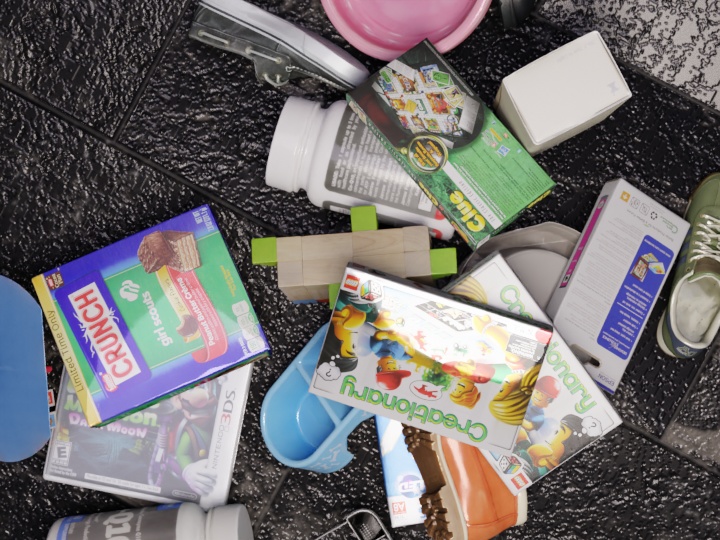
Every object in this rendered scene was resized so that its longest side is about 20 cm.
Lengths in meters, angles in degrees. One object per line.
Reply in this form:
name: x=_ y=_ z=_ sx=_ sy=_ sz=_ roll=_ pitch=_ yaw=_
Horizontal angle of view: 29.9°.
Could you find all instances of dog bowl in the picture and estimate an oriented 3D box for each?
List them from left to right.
dog bowl: x=-0.030 y=0.125 z=1.373 sx=0.200 sy=0.050 sz=0.112 roll=-50 pitch=61 yaw=27
dog bowl: x=0.172 y=0.051 z=1.374 sx=0.200 sy=0.059 sz=0.200 roll=2 pitch=85 yaw=-19

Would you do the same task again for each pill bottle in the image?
pill bottle: x=-0.215 y=0.301 z=1.395 sx=0.200 sy=0.114 sz=0.114 roll=-8 pitch=91 yaw=4
pill bottle: x=0.012 y=-0.109 z=1.381 sx=0.200 sy=0.114 sz=0.114 roll=15 pitch=92 yaw=2

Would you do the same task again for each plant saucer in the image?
plant saucer: x=0.051 y=-0.315 z=1.380 sx=0.200 sy=0.051 sz=0.201 roll=5 pitch=101 yaw=25

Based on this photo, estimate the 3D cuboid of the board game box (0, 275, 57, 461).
board game box: x=-0.374 y=0.100 z=1.426 sx=0.158 sy=0.039 sz=0.200 roll=1 pitch=97 yaw=34

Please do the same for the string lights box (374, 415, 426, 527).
string lights box: x=0.067 y=0.158 z=1.409 sx=0.103 sy=0.059 sz=0.200 roll=-9 pitch=90 yaw=0

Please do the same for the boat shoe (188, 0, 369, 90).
boat shoe: x=-0.087 y=-0.228 z=1.413 sx=0.200 sy=0.072 sz=0.071 roll=28 pitch=101 yaw=12

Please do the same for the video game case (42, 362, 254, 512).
video game case: x=-0.226 y=0.153 z=1.441 sx=0.200 sy=0.023 sz=0.182 roll=11 pitch=91 yaw=2

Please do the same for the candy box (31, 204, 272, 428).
candy box: x=-0.214 y=0.048 z=1.393 sx=0.200 sy=0.077 sz=0.169 roll=-24 pitch=82 yaw=-3

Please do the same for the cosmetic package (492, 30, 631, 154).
cosmetic package: x=0.194 y=-0.167 z=1.328 sx=0.103 sy=0.200 sz=0.073 roll=-27 pitch=88 yaw=2

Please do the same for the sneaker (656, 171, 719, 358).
sneaker: x=0.358 y=-0.004 z=1.378 sx=0.067 sy=0.090 sz=0.200 roll=16 pitch=92 yaw=2

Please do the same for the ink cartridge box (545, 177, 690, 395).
ink cartridge box: x=0.252 y=0.016 z=1.355 sx=0.095 sy=0.037 sz=0.200 roll=31 pitch=74 yaw=-16

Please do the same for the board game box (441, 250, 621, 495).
board game box: x=0.140 y=0.098 z=1.287 sx=0.126 sy=0.035 sz=0.200 roll=-37 pitch=94 yaw=9

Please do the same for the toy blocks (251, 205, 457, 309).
toy blocks: x=0.000 y=0.000 z=1.376 sx=0.200 sy=0.137 sz=0.100 roll=-4 pitch=78 yaw=5

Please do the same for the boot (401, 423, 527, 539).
boot: x=0.105 y=0.174 z=1.353 sx=0.107 sy=0.075 sz=0.200 roll=-11 pitch=85 yaw=-20

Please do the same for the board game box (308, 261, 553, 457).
board game box: x=0.064 y=0.082 z=1.248 sx=0.200 sy=0.035 sz=0.126 roll=17 pitch=101 yaw=3

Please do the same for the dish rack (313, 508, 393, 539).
dish rack: x=-0.035 y=0.356 z=1.420 sx=0.200 sy=0.055 sz=0.153 roll=-31 pitch=89 yaw=3

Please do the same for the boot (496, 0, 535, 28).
boot: x=0.216 y=-0.355 z=1.385 sx=0.168 sy=0.076 sz=0.200 roll=-3 pitch=85 yaw=6

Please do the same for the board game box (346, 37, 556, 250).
board game box: x=0.087 y=-0.125 z=1.318 sx=0.105 sy=0.023 sz=0.200 roll=-35 pitch=76 yaw=-15
